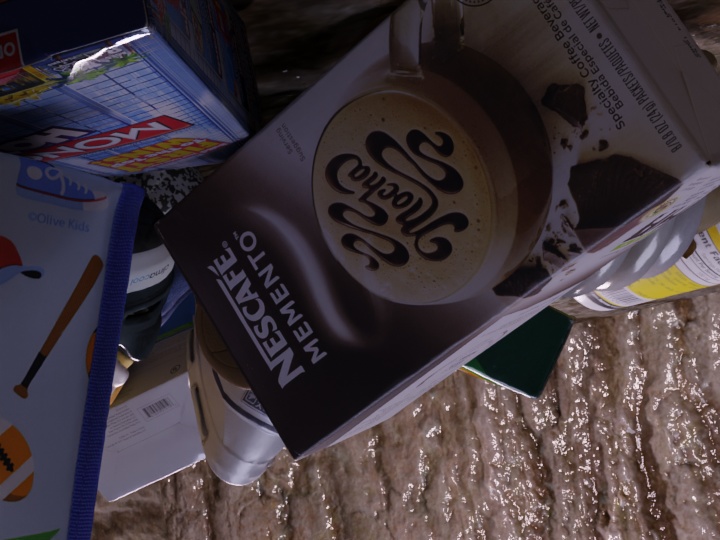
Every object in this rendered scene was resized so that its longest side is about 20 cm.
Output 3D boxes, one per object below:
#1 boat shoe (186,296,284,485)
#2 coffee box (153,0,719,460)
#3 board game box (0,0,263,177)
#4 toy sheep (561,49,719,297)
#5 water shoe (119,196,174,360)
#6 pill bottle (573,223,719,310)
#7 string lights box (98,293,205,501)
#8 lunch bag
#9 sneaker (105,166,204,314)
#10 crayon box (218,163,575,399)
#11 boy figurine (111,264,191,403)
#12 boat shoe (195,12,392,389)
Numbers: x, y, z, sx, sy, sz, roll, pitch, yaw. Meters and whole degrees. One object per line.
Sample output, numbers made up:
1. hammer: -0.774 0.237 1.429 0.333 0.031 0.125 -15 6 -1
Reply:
1. boat shoe: -0.064 0.049 0.877 0.072 0.066 0.200 25 -163 -21
2. coffee box: 0.033 -0.031 0.606 0.200 0.113 0.080 -39 169 29
3. board game box: -0.122 -0.069 0.575 0.199 0.062 0.200 -13 172 19
4. toy sheep: 0.102 -0.051 0.801 0.199 0.138 0.138 7 167 -19
5. water shoe: -0.163 0.027 0.627 0.199 0.072 0.079 -14 132 -25
6. pill bottle: 0.228 -0.045 1.067 0.200 0.112 0.111 -16 171 41
7. string lights box: -0.112 0.044 1.008 0.103 0.059 0.200 -26 -155 21
8. lunch bag: -0.173 0.060 0.501 0.169 0.201 0.124 11 166 -26
9. sneaker: -0.136 0.003 0.722 0.200 0.089 0.077 -46 166 30
10. crayon box: 0.000 0.000 0.860 0.200 0.051 0.127 27 177 -15
11. boy figurine: -0.135 0.058 0.789 0.200 0.064 0.124 -53 -169 -11
12. boat shoe: -0.005 -0.027 0.735 0.200 0.071 0.064 -54 161 24
